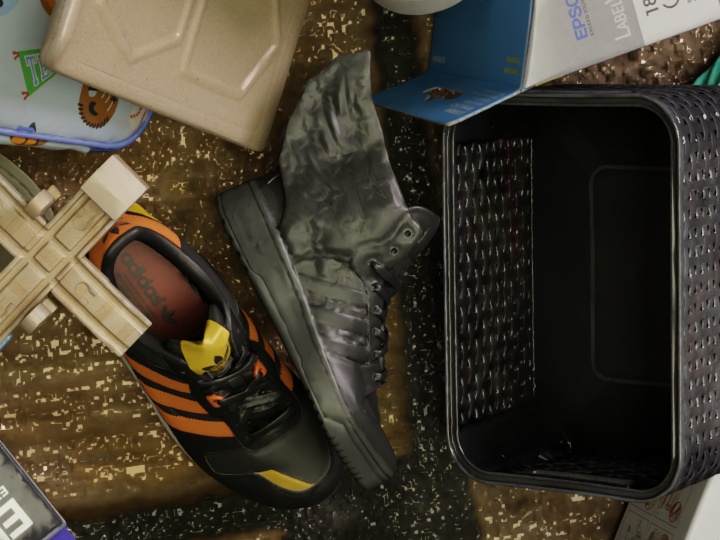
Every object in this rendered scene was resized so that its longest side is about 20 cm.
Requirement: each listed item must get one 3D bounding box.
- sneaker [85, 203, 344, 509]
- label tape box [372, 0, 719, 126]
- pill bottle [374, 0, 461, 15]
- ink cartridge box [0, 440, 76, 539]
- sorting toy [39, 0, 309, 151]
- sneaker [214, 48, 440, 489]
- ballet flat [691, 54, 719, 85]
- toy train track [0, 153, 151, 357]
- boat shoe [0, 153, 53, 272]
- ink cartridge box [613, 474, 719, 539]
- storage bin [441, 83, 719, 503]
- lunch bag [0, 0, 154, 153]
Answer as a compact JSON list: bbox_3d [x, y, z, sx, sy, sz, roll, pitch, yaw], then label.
[{"bbox_3d":[-0.076,0.050,1.149,0.070,0.090,0.200,-41,105,-8],"label":"sneaker"},{"bbox_3d":[0.102,-0.141,1.149,0.199,0.144,0.063,-21,104,-13],"label":"label tape box"},{"bbox_3d":[-0.002,-0.201,1.052,0.113,0.112,0.200,-50,147,-6],"label":"pill bottle"},{"bbox_3d":[-0.252,0.152,1.137,0.198,0.043,0.200,-39,106,-9],"label":"ink cartridge box"},{"bbox_3d":[-0.076,-0.165,1.094,0.200,0.036,0.186,19,87,-61],"label":"sorting toy"},{"bbox_3d":[0.000,0.000,1.142,0.104,0.060,0.200,-27,92,-2],"label":"sneaker"},{"bbox_3d":[0.205,-0.080,1.225,0.067,0.070,0.200,37,86,-17],"label":"ballet flat"},{"bbox_3d":[-0.178,0.025,1.081,0.115,0.033,0.200,44,97,-3],"label":"toy train track"},{"bbox_3d":[-0.240,-0.047,1.100,0.200,0.068,0.075,20,96,-39],"label":"boat shoe"},{"bbox_3d":[0.258,0.106,1.255,0.175,0.084,0.201,23,90,-19],"label":"ink cartridge box"},{"bbox_3d":[0.123,0.007,1.165,0.094,0.135,0.201,-10,101,-55],"label":"storage bin"},{"bbox_3d":[-0.175,-0.143,1.071,0.200,0.075,0.161,9,97,-45],"label":"lunch bag"}]
